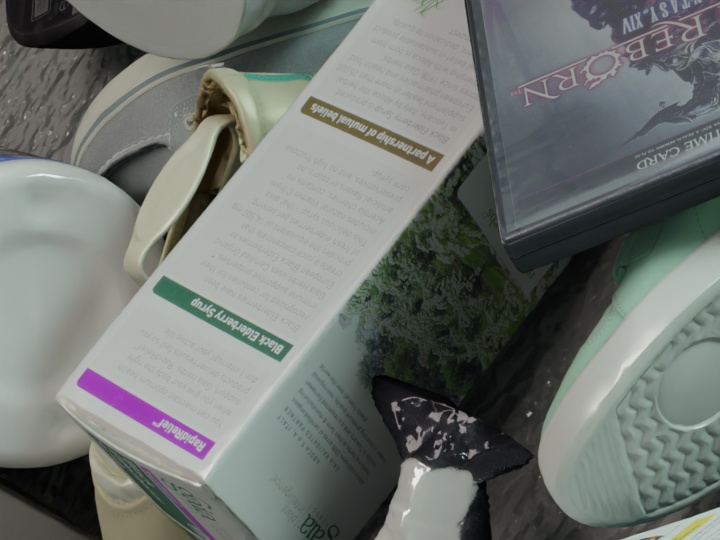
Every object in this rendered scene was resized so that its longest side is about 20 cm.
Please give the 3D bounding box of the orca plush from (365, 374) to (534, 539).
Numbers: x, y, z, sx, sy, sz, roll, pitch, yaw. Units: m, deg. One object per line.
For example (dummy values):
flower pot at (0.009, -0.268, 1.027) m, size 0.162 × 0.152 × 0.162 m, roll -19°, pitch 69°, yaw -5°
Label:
orca plush at (-0.010, 0.131, 0.944) m, size 0.071 × 0.105 × 0.200 m, roll -40°, pitch -38°, yaw -86°

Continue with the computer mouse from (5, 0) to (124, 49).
computer mouse at (-0.063, -0.120, 1.226) m, size 0.200 × 0.046 × 0.141 m, roll -29°, pitch 49°, yaw 28°

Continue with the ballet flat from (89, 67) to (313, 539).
ballet flat at (-0.063, 0.022, 1.038) m, size 0.069 × 0.069 × 0.200 m, roll 18°, pitch 89°, yaw 54°

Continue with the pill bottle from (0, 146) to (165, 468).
pill bottle at (-0.152, 0.006, 1.152) m, size 0.114 × 0.114 × 0.200 m, roll -62°, pitch 23°, yaw -6°

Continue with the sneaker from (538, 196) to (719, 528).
sneaker at (0.101, -0.017, 0.917) m, size 0.201 × 0.074 × 0.118 m, roll -52°, pitch 41°, yaw -8°

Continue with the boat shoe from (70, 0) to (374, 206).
boat shoe at (-0.038, -0.049, 1.112) m, size 0.201 × 0.070 × 0.072 m, roll -21°, pitch 43°, yaw 36°

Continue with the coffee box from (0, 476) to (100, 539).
coffee box at (-0.255, 0.127, 1.131) m, size 0.198 × 0.200 × 0.200 m, roll 21°, pitch 81°, yaw 55°

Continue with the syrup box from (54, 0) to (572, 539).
syrup box at (0.000, 0.000, 0.978) m, size 0.081 × 0.079 × 0.200 m, roll 28°, pitch 73°, yaw 41°

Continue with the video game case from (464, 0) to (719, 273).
video game case at (0.100, -0.094, 0.914) m, size 0.143 × 0.019 × 0.200 m, roll -22°, pitch 38°, yaw 14°

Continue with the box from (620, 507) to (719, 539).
box at (0.081, 0.103, 0.822) m, size 0.200 × 0.082 × 0.049 m, roll -22°, pitch 92°, yaw 31°

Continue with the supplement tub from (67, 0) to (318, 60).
supplement tub at (-0.028, -0.184, 1.086) m, size 0.145 × 0.145 × 0.200 m, roll -1°, pitch 37°, yaw 50°

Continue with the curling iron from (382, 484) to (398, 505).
curling iron at (-0.032, 0.064, 1.059) m, size 0.200 × 0.026 × 0.050 m, roll 7°, pitch 71°, yaw 52°
